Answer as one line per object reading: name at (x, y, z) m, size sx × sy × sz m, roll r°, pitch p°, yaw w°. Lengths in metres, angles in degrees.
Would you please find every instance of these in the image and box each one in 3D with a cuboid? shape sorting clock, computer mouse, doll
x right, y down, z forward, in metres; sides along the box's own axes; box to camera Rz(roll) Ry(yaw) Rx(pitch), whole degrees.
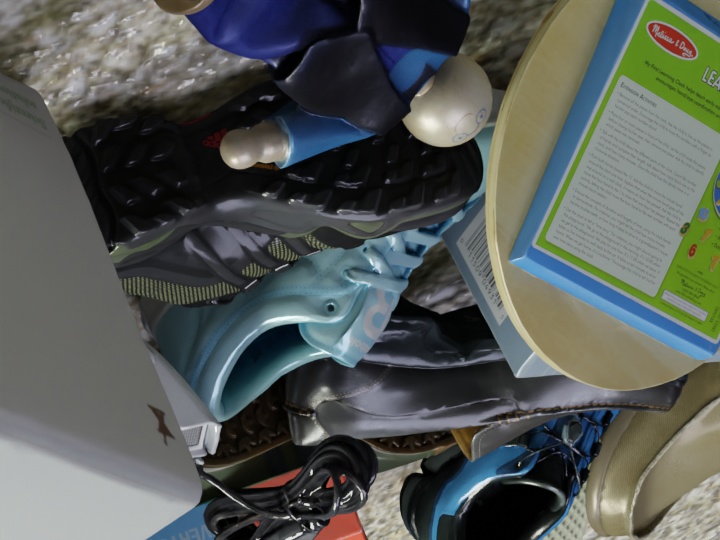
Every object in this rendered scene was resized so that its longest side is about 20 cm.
shape sorting clock at (0.128, -0.046, 1.267) m, size 0.200 × 0.039 × 0.200 m, roll -15°, pitch 115°, yaw -35°
computer mouse at (-0.095, 0.056, 1.265) m, size 0.200 × 0.044 × 0.110 m, roll 34°, pitch 145°, yaw -12°
doll at (-0.010, -0.095, 1.135) m, size 0.137 × 0.048 × 0.200 m, roll -54°, pitch 144°, yaw 5°

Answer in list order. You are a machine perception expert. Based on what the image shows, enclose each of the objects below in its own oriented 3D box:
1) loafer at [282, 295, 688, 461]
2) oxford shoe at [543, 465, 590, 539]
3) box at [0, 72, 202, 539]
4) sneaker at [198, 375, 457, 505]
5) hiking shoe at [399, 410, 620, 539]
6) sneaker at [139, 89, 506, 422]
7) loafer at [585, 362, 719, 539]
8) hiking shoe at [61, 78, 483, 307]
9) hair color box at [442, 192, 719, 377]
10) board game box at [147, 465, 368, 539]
loafer at (0.057, 0.054, 1.383) m, size 0.200 × 0.073 × 0.072 m, roll 7°, pitch 101°, yaw -13°
oxford shoe at (0.104, 0.082, 1.556) m, size 0.075 × 0.058 × 0.200 m, roll -2°, pitch 130°, yaw -27°
box at (-0.200, 0.025, 1.041) m, size 0.171 × 0.200 × 0.199 m, roll -33°, pitch 151°, yaw 17°
sneaker at (-0.041, 0.079, 1.423) m, size 0.200 × 0.067 × 0.090 m, roll -5°, pitch 158°, yaw -41°
hiking shoe at (0.101, 0.080, 1.456) m, size 0.074 × 0.087 × 0.200 m, roll 27°, pitch 108°, yaw -25°
sneaker at (0.000, 0.000, 1.292) m, size 0.200 × 0.082 × 0.074 m, roll -34°, pitch 152°, yaw 16°
loafer at (0.195, 0.067, 1.524) m, size 0.200 × 0.067 × 0.076 m, roll -52°, pitch 151°, yaw 2°
hiking shoe at (-0.049, -0.031, 1.227) m, size 0.200 × 0.076 × 0.101 m, roll -7°, pitch 159°, yaw -20°
hair color box at (0.142, -0.010, 1.375) m, size 0.200 × 0.099 × 0.061 m, roll -3°, pitch 144°, yaw -38°
board game box at (-0.067, 0.158, 1.444) m, size 0.153 × 0.040 × 0.200 m, roll -20°, pitch 162°, yaw -1°
